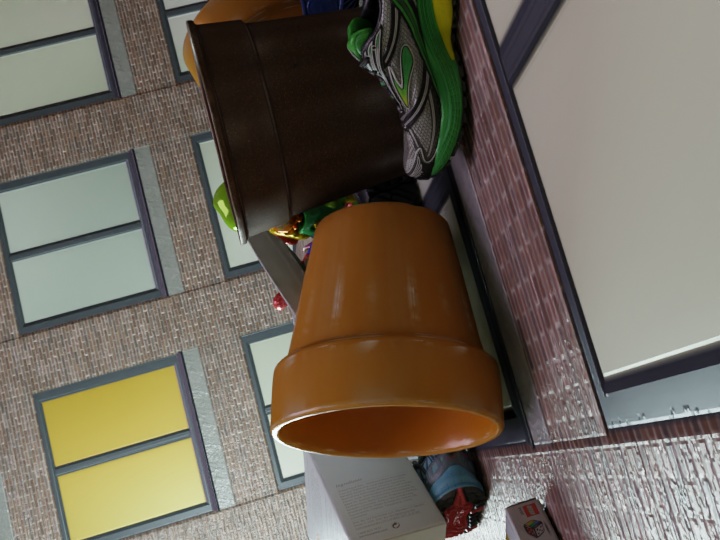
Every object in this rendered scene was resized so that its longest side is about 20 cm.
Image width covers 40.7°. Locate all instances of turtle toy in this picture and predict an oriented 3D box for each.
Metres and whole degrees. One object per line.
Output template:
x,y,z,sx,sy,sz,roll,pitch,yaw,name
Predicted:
-0.099,-0.087,1.159,0.198,0.144,0.103,14,93,42,turtle toy

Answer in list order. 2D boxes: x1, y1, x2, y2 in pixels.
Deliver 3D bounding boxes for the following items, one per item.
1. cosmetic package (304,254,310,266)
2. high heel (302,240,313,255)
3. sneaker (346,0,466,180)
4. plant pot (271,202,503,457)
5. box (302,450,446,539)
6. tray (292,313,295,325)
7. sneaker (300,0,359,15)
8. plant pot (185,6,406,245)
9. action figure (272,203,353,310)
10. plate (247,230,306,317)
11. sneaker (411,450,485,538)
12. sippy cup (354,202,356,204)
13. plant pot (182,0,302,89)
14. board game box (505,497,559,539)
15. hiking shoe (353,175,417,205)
0.000,0.000,1.085,0.104,0.087,0.200,49,179,0,cosmetic package
-0.024,-0.012,1.393,0.201,0.094,0.069,-119,16,-63,high heel
0.030,-0.164,0.752,0.078,0.083,0.203,-118,15,-60,sneaker
0.021,0.051,0.852,0.201,0.195,0.187,94,175,-68,plant pot
0.011,0.290,1.095,0.200,0.104,0.155,-125,29,-57,box
-0.004,0.075,1.235,0.022,0.199,0.110,-6,102,40,tray
-0.033,-0.302,1.021,0.079,0.068,0.203,-89,4,-48,sneaker
-0.041,-0.148,0.884,0.200,0.194,0.205,164,90,-83,plant pot
-0.052,-0.004,1.245,0.065,0.200,0.100,30,142,15,action figure
-0.040,0.047,1.038,0.201,0.032,0.200,51,-179,-39,plate
0.097,0.249,1.122,0.201,0.078,0.097,106,156,-57,sneaker
-0.082,-0.148,1.448,0.178,0.128,0.143,-137,33,-77,sippy cup
-0.096,-0.245,1.231,0.185,0.198,0.201,56,167,15,plant pot
0.168,0.306,0.790,0.201,0.034,0.128,-113,12,-49,board game box
0.001,-0.125,1.072,0.101,0.074,0.203,97,157,-62,hiking shoe
